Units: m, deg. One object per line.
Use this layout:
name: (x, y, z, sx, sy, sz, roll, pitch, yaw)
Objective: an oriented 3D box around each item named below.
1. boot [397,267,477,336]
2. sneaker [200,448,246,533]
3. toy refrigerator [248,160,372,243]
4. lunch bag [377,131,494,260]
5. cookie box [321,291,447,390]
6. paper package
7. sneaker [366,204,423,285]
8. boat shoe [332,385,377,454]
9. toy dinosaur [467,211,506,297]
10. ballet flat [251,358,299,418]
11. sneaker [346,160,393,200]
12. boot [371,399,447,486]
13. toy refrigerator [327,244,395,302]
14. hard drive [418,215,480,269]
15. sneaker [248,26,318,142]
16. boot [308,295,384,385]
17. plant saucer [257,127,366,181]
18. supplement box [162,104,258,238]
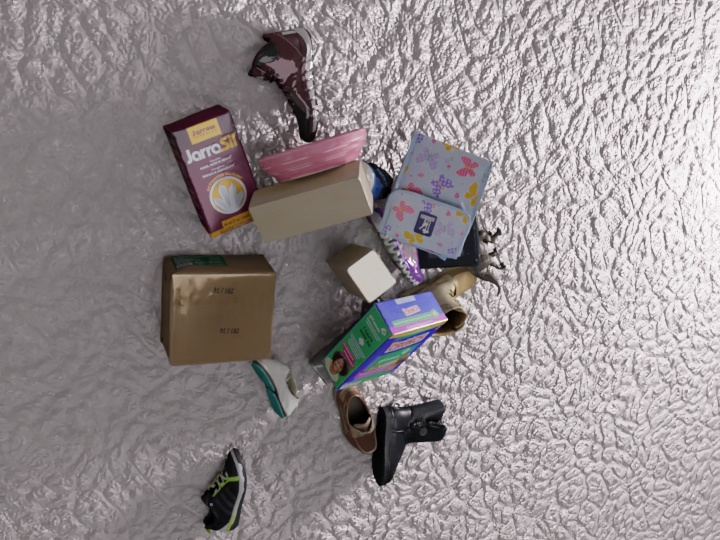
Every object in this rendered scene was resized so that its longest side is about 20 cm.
boot: (0.194, 0.064, 1.516, 0.199, 0.155, 0.073, -22, 117, -17)
sneaker: (-0.290, 0.469, 1.484, 0.082, 0.072, 0.202, 2, 108, -25)
toy refrigerator: (-0.083, -0.119, 1.219, 0.198, 0.070, 0.076, -15, 123, 12)
lunch bag: (0.143, -0.137, 1.353, 0.169, 0.127, 0.201, 23, 89, 3)
cookie box: (0.046, 0.136, 1.379, 0.170, 0.075, 0.200, -9, 149, -46)
paper package: (-0.267, 0.071, 1.328, 0.199, 0.103, 0.192, -2, 109, -25)
sneaker: (0.092, -0.060, 1.458, 0.088, 0.081, 0.201, -33, 117, -4)
boat shoe: (-0.006, 0.336, 1.570, 0.075, 0.072, 0.201, -29, 119, -13)
toy dinosaur: (0.260, -0.039, 1.554, 0.102, 0.077, 0.202, -13, 102, -16)
ballet flat: (-0.168, 0.224, 1.443, 0.069, 0.069, 0.201, -29, 138, -14)
sneaker: (0.015, -0.171, 1.331, 0.111, 0.200, 0.077, -28, 84, -20)
boot: (0.118, 0.402, 1.652, 0.167, 0.076, 0.202, 0, 103, -22)
toy refrigerator: (0.000, 0.000, 1.359, 0.070, 0.200, 0.076, -36, 101, -7)
hard drive: (0.174, -0.103, 1.477, 0.138, 0.033, 0.201, -3, 115, 13)
sneaker: (-0.141, -0.327, 1.265, 0.115, 0.076, 0.202, -8, 102, -17)
boot: (-0.026, 0.136, 1.477, 0.199, 0.073, 0.182, -31, 136, -7)
plant saucer: (-0.081, -0.202, 1.255, 0.199, 0.200, 0.051, -20, 101, -18)
supplement box: (-0.255, -0.175, 1.250, 0.110, 0.086, 0.201, -25, 117, -16)
